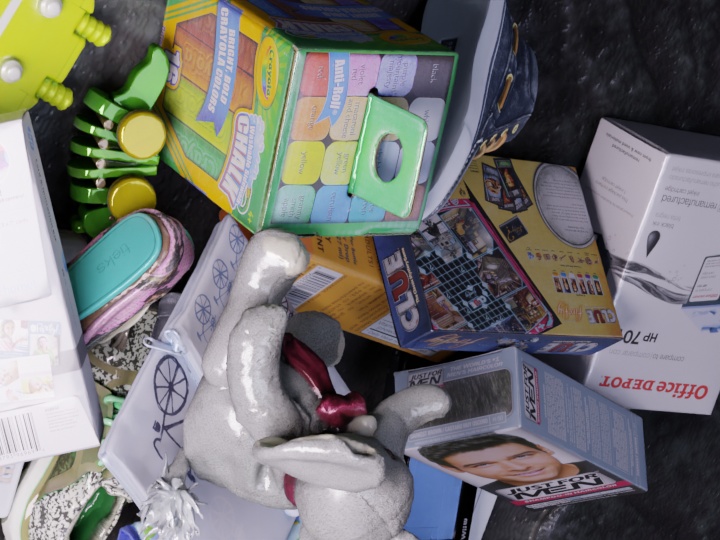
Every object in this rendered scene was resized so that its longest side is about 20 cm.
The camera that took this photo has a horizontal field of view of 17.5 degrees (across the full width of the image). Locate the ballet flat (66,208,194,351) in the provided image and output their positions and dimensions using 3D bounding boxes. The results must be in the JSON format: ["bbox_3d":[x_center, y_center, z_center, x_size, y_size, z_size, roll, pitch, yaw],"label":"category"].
[{"bbox_3d":[-0.183,0.035,1.435,0.200,0.069,0.071,-34,149,8],"label":"ballet flat"}]

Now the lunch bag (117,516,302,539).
[{"bbox_3d":[-0.087,0.235,1.593,0.169,0.128,0.200,-15,149,-24],"label":"lunch bag"}]

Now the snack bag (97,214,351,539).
[{"bbox_3d":[-0.080,0.099,1.467,0.189,0.021,0.200,59,43,-36],"label":"snack bag"}]

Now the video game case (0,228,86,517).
[{"bbox_3d":[-0.277,0.061,1.460,0.181,0.024,0.201,6,109,-37],"label":"video game case"}]

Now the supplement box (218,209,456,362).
[{"bbox_3d":[0.000,0.000,1.583,0.069,0.067,0.199,-33,143,33],"label":"supplement box"}]

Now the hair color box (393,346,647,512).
[{"bbox_3d":[0.116,0.116,1.657,0.200,0.099,0.061,30,53,-52],"label":"hair color box"}]

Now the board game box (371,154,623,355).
[{"bbox_3d":[0.090,-0.012,1.602,0.199,0.136,0.035,5,155,-45],"label":"board game box"}]

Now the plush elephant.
[{"bbox_3d":[-0.022,0.099,1.379,0.201,0.154,0.165,-60,159,-25],"label":"plush elephant"}]

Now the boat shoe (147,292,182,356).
[{"bbox_3d":[-0.076,0.053,1.560,0.200,0.071,0.068,18,71,-57],"label":"boat shoe"}]

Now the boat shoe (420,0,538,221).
[{"bbox_3d":[0.070,-0.097,1.548,0.091,0.071,0.201,50,50,-43],"label":"boat shoe"}]

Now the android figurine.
[{"bbox_3d":[-0.234,-0.160,1.366,0.200,0.041,0.183,31,93,-40],"label":"android figurine"}]

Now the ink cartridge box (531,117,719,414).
[{"bbox_3d":[0.221,-0.001,1.742,0.146,0.086,0.201,6,108,-37],"label":"ink cartridge box"}]

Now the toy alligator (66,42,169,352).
[{"bbox_3d":[-0.160,-0.045,1.461,0.054,0.059,0.201,6,106,-17],"label":"toy alligator"}]

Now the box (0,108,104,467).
[{"bbox_3d":[-0.248,0.020,1.369,0.155,0.041,0.201,-13,105,0],"label":"box"}]

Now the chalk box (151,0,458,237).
[{"bbox_3d":[-0.029,-0.096,1.436,0.123,0.200,0.125,-1,113,-34],"label":"chalk box"}]

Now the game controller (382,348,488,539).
[{"bbox_3d":[0.050,0.140,1.694,0.104,0.042,0.201,7,95,-38],"label":"game controller"}]

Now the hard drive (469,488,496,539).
[{"bbox_3d":[0.004,0.200,1.731,0.199,0.027,0.133,9,107,-38],"label":"hard drive"}]

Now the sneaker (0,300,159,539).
[{"bbox_3d":[-0.161,0.116,1.528,0.077,0.089,0.201,14,103,-39],"label":"sneaker"}]
